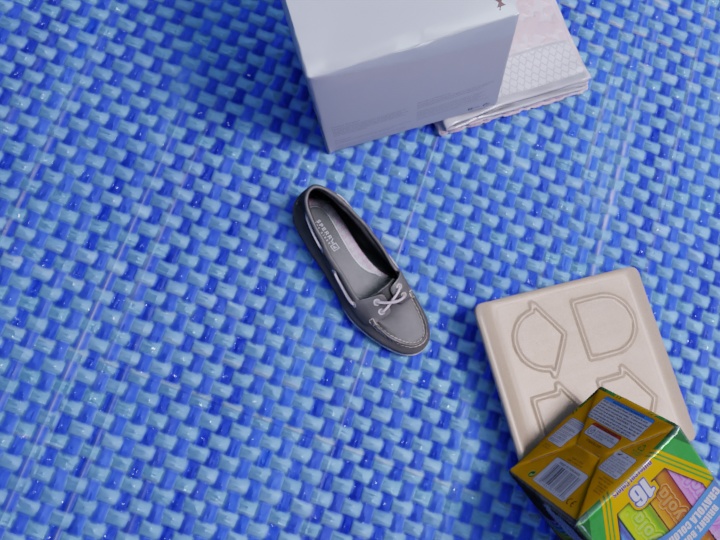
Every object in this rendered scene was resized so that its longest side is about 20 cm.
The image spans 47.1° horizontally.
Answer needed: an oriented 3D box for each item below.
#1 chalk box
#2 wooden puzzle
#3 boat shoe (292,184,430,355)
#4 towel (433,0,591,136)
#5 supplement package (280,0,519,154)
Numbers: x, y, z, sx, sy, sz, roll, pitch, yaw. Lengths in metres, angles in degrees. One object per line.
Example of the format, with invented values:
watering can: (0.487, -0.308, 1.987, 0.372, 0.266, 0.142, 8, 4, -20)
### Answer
chalk box: (0.255, 0.229, 0.742, 0.124, 0.125, 0.200, -41, 108, -8)
wooden puzzle: (0.222, 0.105, 0.837, 0.199, 0.046, 0.186, -12, 77, -17)
boat shoe: (0.000, 0.000, 0.820, 0.067, 0.057, 0.200, -36, 83, -16)
towel: (0.140, -0.263, 0.929, 0.199, 0.032, 0.192, -20, 79, -15)
supplement package: (0.030, -0.235, 0.795, 0.191, 0.200, 0.148, -17, 79, 0)
